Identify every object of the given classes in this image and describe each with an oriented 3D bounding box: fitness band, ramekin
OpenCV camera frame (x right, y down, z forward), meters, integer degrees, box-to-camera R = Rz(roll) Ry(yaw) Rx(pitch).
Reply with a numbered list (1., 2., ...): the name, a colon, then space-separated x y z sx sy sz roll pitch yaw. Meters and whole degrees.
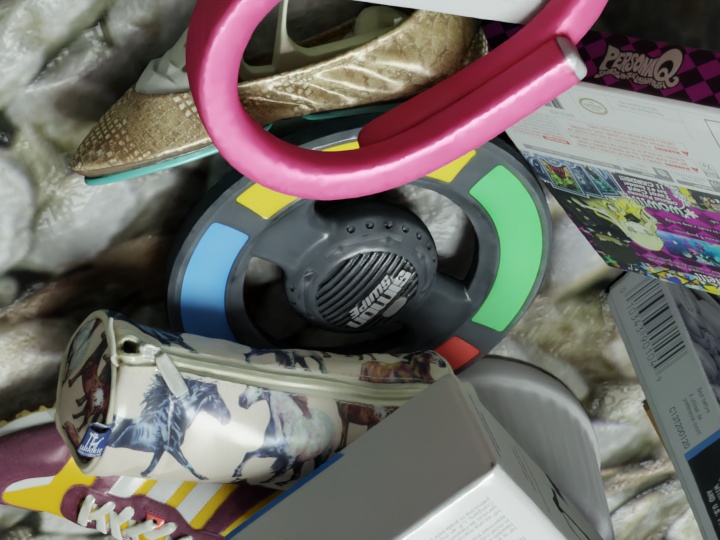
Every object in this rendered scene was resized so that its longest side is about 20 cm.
1. fitness band: 0.021 -0.108 1.034 0.199 0.038 0.144 -31 134 8
2. ramekin: 0.048 0.150 1.333 0.201 0.094 0.203 -10 134 -11

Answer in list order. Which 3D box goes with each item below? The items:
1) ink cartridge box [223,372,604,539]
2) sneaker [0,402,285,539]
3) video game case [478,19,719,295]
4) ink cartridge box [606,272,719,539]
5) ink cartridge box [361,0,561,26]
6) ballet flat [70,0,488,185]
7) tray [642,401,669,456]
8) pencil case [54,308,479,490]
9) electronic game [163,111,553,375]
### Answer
1. ink cartridge box: 0.052 0.171 1.177 0.146 0.084 0.200 -36 124 8
2. sneaker: -0.102 0.119 1.231 0.199 0.091 0.075 -2 155 -10
3. video game case: 0.165 -0.043 1.139 0.036 0.199 0.181 -58 136 -18
4. ink cartridge box: 0.231 0.108 1.291 0.043 0.199 0.200 -40 134 22
5. ink cartridge box: 0.006 -0.174 1.036 0.199 0.059 0.104 5 129 -24
6. ballet flat: -0.042 -0.094 1.103 0.199 0.071 0.066 -16 108 -9
7. tray: 0.252 0.136 1.394 0.037 0.099 0.200 -43 132 19
8. pencil case: -0.045 0.069 1.183 0.199 0.078 0.089 8 158 -20
9. electronic game: 0.000 0.000 1.207 0.199 0.042 0.201 -10 136 -10
